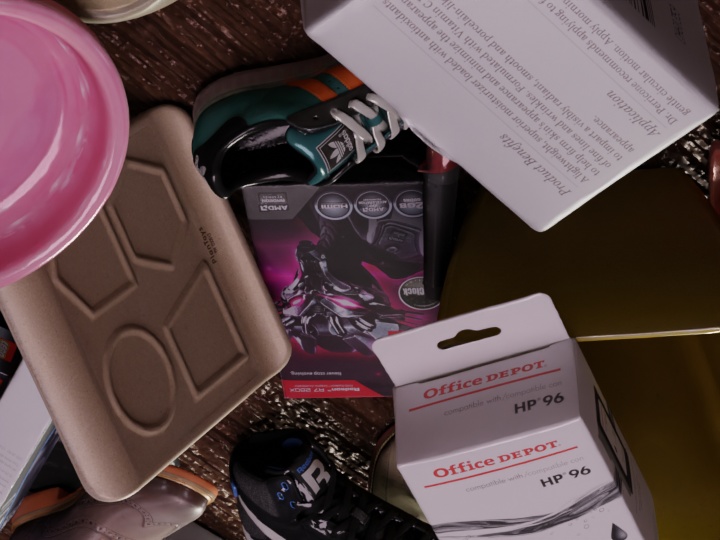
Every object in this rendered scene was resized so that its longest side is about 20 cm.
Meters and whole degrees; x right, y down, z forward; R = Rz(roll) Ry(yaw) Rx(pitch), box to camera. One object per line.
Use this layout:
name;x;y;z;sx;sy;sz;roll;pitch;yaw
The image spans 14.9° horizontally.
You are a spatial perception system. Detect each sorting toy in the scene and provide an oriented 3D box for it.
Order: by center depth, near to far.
sorting toy;-0.137;0.017;1.640;0.036;0.200;0.186;-15;104;38

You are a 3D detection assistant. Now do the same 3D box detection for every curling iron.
curling iron;0.040;-0.063;1.633;0.050;0.026;0.200;-30;138;-28

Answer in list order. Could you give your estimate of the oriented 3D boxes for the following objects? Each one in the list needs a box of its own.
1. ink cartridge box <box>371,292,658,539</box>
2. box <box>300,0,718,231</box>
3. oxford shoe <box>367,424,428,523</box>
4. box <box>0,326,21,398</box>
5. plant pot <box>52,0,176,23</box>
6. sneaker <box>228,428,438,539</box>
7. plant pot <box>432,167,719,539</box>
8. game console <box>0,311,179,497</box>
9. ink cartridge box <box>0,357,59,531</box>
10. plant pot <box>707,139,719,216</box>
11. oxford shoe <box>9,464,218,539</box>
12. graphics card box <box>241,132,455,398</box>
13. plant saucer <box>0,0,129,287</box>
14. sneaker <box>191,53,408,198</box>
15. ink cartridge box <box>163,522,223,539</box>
ink cartridge box;0.092;0.113;1.614;0.116;0.068;0.200;-17;133;15
box;0.075;-0.166;1.492;0.131;0.200;0.199;-34;127;25
oxford shoe;0.050;0.138;1.881;0.070;0.075;0.200;10;134;-11
box;-0.290;0.092;1.722;0.110;0.035;0.200;24;135;-9
plant pot;-0.141;-0.211;1.488;0.200;0.135;0.201;-1;136;-1
sneaker;-0.010;0.170;1.859;0.200;0.073;0.112;17;146;30
plant pot;0.146;0.045;1.720;0.199;0.177;0.200;-4;136;2
game console;-0.205;0.068;1.791;0.199;0.117;0.176;10;151;6
ink cartridge box;-0.216;0.113;1.688;0.039;0.099;0.200;34;110;1
plant pot;0.331;-0.002;1.681;0.195;0.201;0.201;-12;135;-1
oxford shoe;-0.160;0.172;1.759;0.071;0.073;0.200;29;147;-26
graphics card box;0.000;0.000;1.755;0.125;0.051;0.200;0;134;8
plant saucer;-0.226;-0.074;1.477;0.200;0.051;0.201;-14;131;-17
sneaker;-0.005;-0.092;1.645;0.199;0.080;0.071;-18;132;12
ink cartridge box;-0.161;0.272;2.004;0.144;0.085;0.200;34;126;-31
